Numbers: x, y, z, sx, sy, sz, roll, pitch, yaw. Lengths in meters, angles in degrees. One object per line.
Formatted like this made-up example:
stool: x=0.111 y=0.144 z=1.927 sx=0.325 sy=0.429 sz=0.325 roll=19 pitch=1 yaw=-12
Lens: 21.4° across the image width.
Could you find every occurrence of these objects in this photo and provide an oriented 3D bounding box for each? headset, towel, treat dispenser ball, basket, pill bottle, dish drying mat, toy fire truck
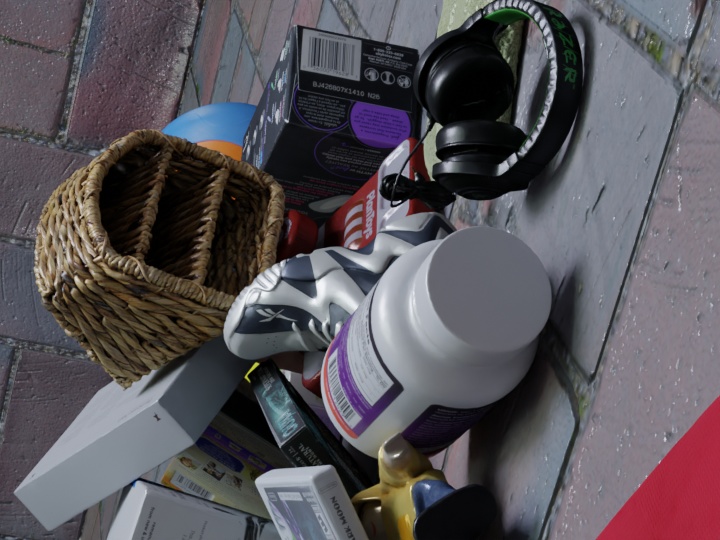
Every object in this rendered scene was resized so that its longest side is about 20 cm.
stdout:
headset: x=0.085 y=-0.099 z=1.298 sx=0.200 sy=0.094 sz=0.124 roll=-37 pitch=53 yaw=41
towel: x=0.086 y=-0.168 z=1.437 sx=0.148 sy=0.036 sz=0.201 roll=162 pitch=118 yaw=-75
treat dispenser ball: x=-0.132 y=-0.071 z=1.939 sx=0.201 sy=0.200 sz=0.202 roll=-169 pitch=90 yaw=-77
basket: x=-0.162 y=-0.033 z=1.535 sx=0.148 sy=0.143 sz=0.200 roll=-28 pitch=28 yaw=23
pill bottle: x=0.050 y=0.047 z=1.236 sx=0.200 sy=0.111 sz=0.112 roll=128 pitch=151 yaw=-63
dish drying mat: x=0.151 y=0.133 z=0.931 sx=0.200 sy=0.018 sz=0.077 roll=118 pitch=159 yaw=-50
toy fire truck: x=0.000 y=0.000 z=1.535 sx=0.168 sy=0.112 sz=0.201 roll=-45 pitch=25 yaw=31

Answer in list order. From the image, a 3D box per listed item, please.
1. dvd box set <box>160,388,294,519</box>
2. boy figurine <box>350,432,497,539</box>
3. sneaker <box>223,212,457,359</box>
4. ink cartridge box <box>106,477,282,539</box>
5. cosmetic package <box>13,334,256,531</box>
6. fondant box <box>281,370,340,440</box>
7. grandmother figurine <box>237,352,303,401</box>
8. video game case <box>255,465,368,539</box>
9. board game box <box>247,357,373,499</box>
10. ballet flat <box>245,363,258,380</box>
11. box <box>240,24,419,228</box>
dvd box set: x=-0.093 y=0.182 z=1.689 sx=0.029 sy=0.146 sz=0.200 roll=-57 pitch=-1 yaw=-31
boy figurine: x=0.037 y=0.164 z=1.240 sx=0.125 sy=0.064 sz=0.200 roll=69 pitch=163 yaw=-6
sneaker: x=-0.005 y=0.052 z=1.399 sx=0.080 sy=0.198 sz=0.130 roll=56 pitch=-163 yaw=-54
ink cartridge box: x=-0.098 y=0.236 z=1.520 sx=0.146 sy=0.199 sz=0.085 roll=172 pitch=116 yaw=-77
cosmetic package: x=-0.180 y=0.120 z=1.571 sx=0.200 sy=0.052 sz=0.151 roll=-32 pitch=12 yaw=38
fondant box: x=-0.067 y=0.140 z=1.799 sx=0.200 sy=0.058 sz=0.145 roll=126 pitch=152 yaw=-64
grandmother figurine: x=-0.092 y=0.055 z=1.657 sx=0.061 sy=0.199 sz=0.122 roll=144 pitch=136 yaw=-72
video game case: x=-0.011 y=0.223 z=1.328 sx=0.183 sy=0.023 sz=0.200 roll=64 pitch=164 yaw=0
board game box: x=-0.026 y=0.148 z=1.468 sx=0.028 sy=0.135 sz=0.200 roll=-39 pitch=15 yaw=-1
ballet flat: x=-0.119 y=0.139 z=1.787 sx=0.067 sy=0.067 sz=0.200 roll=-62 pitch=5 yaw=-30
box: x=-0.032 y=-0.116 z=1.718 sx=0.200 sy=0.121 sz=0.107 roll=123 pitch=155 yaw=-58
